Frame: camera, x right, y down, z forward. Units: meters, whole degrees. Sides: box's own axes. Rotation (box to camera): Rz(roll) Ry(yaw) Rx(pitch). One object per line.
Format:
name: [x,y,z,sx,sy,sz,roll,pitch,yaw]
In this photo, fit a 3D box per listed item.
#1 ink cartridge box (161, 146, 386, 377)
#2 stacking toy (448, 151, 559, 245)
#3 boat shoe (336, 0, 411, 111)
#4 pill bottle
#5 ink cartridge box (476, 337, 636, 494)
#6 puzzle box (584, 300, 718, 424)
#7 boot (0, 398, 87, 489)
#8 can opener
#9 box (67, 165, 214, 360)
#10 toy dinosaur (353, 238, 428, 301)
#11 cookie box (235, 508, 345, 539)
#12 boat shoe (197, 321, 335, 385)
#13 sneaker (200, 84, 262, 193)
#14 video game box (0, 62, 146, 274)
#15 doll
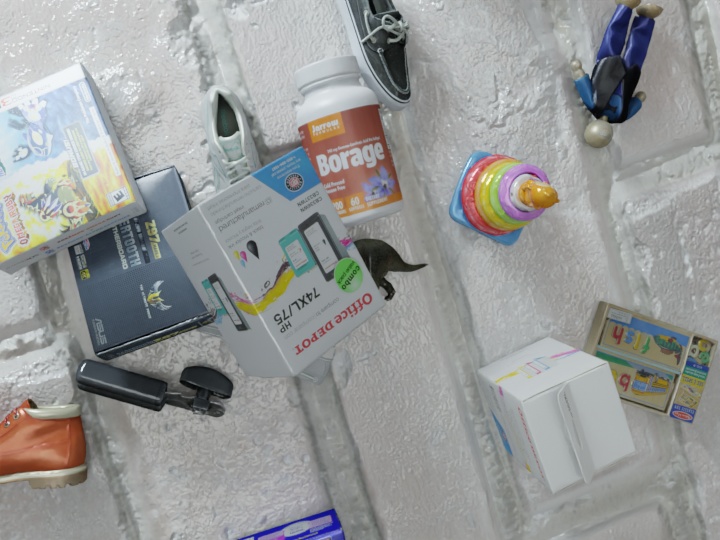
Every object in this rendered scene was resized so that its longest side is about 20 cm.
ink cartridge box: [-0.099,-0.003,0.770,0.146,0.145,0.203,-35,101,-30]
stacking toy: [0.200,-0.097,0.864,0.114,0.200,0.112,23,91,-9]
boat shoe: [0.029,-0.313,0.879,0.073,0.067,0.203,-21,93,-44]
pill bottle: [-0.019,-0.162,0.869,0.110,0.112,0.204,-16,97,-7]
ink cartridge box: [0.258,0.187,0.895,0.123,0.200,0.131,-23,98,-6]
puzzle box: [0.426,0.139,1.008,0.196,0.025,0.136,17,92,-10]
boot: [-0.449,0.216,0.853,0.195,0.075,0.110,1,91,-18]
can opener: [-0.268,0.147,0.892,0.196,0.053,0.068,19,59,-10]
box: [-0.272,-0.011,0.839,0.154,0.051,0.204,-18,77,-8]
toy dinosaur: [0.000,0.000,0.903,0.195,0.077,0.105,-10,107,-5]
cookie box: [-0.085,0.457,0.923,0.167,0.075,0.205,-14,96,-8]
boat shoe: [-0.132,0.103,0.898,0.196,0.072,0.070,18,92,-19]
sneaker: [-0.162,-0.137,0.865,0.069,0.080,0.205,-18,98,-9]
video game box: [-0.381,-0.126,0.817,0.179,0.047,0.203,-26,78,-4]
doll: [0.356,-0.275,0.953,0.134,0.048,0.205,11,99,-19]
